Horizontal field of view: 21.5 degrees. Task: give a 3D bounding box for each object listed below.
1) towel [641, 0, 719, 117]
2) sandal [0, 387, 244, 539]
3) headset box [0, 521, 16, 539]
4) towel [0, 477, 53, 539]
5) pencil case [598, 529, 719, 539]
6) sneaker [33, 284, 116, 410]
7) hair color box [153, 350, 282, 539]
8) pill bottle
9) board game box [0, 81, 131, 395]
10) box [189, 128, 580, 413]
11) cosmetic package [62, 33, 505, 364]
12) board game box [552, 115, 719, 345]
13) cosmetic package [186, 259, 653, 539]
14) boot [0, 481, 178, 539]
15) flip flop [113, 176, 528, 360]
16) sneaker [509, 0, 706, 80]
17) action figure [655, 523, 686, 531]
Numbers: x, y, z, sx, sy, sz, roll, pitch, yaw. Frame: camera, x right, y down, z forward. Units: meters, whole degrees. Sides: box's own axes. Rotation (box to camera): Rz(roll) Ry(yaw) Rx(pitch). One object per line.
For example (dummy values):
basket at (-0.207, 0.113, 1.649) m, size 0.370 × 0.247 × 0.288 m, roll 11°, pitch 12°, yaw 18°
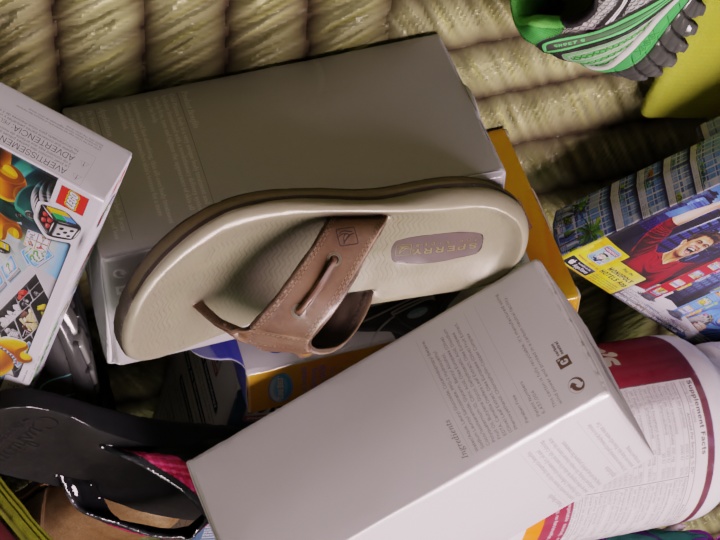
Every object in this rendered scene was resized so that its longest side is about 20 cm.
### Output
towel at (0.214, -0.153, 0.964) m, size 0.086 × 0.018 × 0.200 m, roll 0°, pitch 140°, yaw -19°
sandal at (-0.113, 0.107, 0.958) m, size 0.199 × 0.045 × 0.075 m, roll 18°, pitch 130°, yaw -40°
headset box at (-0.225, 0.174, 0.985) m, size 0.077 × 0.200 × 0.149 m, roll -36°, pitch 165°, yaw -30°
towel at (-0.183, 0.117, 0.979) m, size 0.018 × 0.200 × 0.086 m, roll -40°, pitch 155°, yaw -11°
pencil case at (0.124, 0.167, 1.156) m, size 0.093 × 0.199 × 0.085 m, roll -58°, pitch 144°, yaw -12°
sneaker at (-0.175, 0.054, 1.000) m, size 0.079 × 0.076 × 0.200 m, roll -12°, pitch 144°, yaw -6°
hair color box at (-0.071, 0.086, 1.070) m, size 0.060 × 0.100 × 0.200 m, roll -3°, pitch 140°, yaw -20°
pill bottle at (0.144, 0.095, 1.078) m, size 0.199 × 0.110 × 0.110 m, roll -7°, pitch 142°, yaw -25°
board game box at (-0.188, -0.017, 0.863) m, size 0.126 × 0.035 × 0.200 m, roll 28°, pitch 141°, yaw -3°
box at (0.000, 0.000, 0.979) m, size 0.199 × 0.119 × 0.042 m, roll -13°, pitch 144°, yaw -9°
cosmetic package at (-0.038, -0.037, 0.925) m, size 0.199 × 0.107 × 0.090 m, roll -9°, pitch 140°, yaw -11°
board game box at (0.236, -0.038, 1.054) m, size 0.199 × 0.062 × 0.200 m, roll -26°, pitch 148°, yaw 26°
cosmetic package at (0.031, 0.093, 0.924) m, size 0.199 × 0.085 × 0.108 m, roll -29°, pitch 152°, yaw 7°
boot at (-0.175, 0.160, 1.077) m, size 0.199 × 0.076 × 0.074 m, roll -19°, pitch 140°, yaw 36°
flip flop at (-0.013, 0.007, 0.857) m, size 0.199 × 0.058 × 0.081 m, roll -8°, pitch 140°, yaw -17°
sneaker at (0.138, -0.165, 0.870) m, size 0.085 × 0.078 × 0.200 m, roll 3°, pitch 138°, yaw -28°
action figure at (0.152, 0.119, 1.244) m, size 0.148 × 0.134 × 0.200 m, roll 8°, pitch 144°, yaw 8°
